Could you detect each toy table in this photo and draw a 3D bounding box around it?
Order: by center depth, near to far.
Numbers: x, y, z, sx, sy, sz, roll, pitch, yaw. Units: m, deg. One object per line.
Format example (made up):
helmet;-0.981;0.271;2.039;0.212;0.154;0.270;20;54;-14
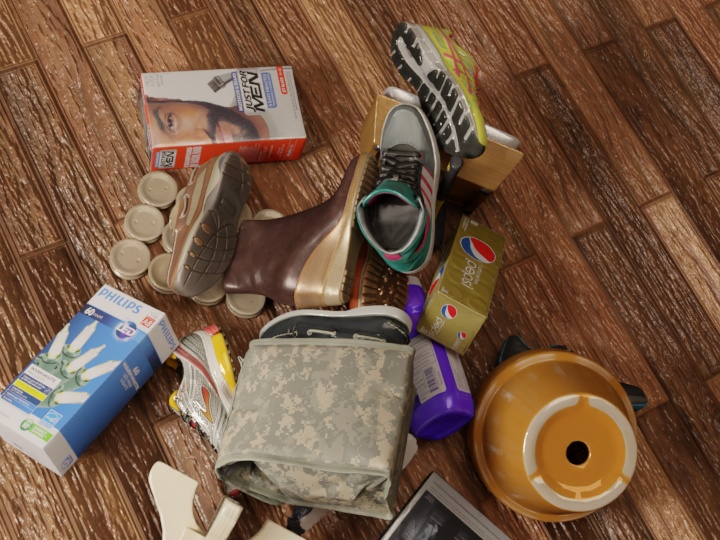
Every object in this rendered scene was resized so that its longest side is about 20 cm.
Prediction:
toy table;-0.162;0.292;1.197;0.199;0.184;0.118;30;77;-13

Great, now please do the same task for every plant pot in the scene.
plant pot;0.228;0.192;1.293;0.198;0.183;0.203;0;88;-1

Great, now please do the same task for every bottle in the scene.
bottle;0.075;0.101;1.387;0.065;0.083;0.201;18;44;-41

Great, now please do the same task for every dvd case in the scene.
dvd case;0.080;0.353;1.309;0.150;0.025;0.200;40;62;6

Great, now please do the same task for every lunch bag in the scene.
lunch bag;-0.048;0.164;1.236;0.198;0.118;0.165;7;54;8

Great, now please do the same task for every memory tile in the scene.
memory tile;-0.197;-0.031;1.415;0.198;0.017;0.155;19;63;-7

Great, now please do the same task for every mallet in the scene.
mallet;0.098;-0.080;1.415;0.041;0.200;0.067;9;75;-4

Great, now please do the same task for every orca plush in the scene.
orca plush;-0.026;0.241;1.324;0.200;0.071;0.106;-45;127;-23

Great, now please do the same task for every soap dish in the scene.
soap dish;0.095;-0.150;1.476;0.198;0.157;0.082;21;79;-4

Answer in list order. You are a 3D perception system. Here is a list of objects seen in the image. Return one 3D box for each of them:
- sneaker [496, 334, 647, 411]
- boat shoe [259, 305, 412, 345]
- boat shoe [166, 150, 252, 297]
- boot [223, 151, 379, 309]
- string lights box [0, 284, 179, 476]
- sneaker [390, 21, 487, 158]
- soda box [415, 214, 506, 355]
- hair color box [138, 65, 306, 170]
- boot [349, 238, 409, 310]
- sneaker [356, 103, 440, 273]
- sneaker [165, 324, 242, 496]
sneaker;0.266;0.132;1.431;0.198;0.073;0.083;12;63;-10
boat shoe;-0.037;0.086;1.320;0.076;0.198;0.061;53;37;-35
boat shoe;-0.192;-0.054;1.381;0.071;0.076;0.201;-4;51;31
boot;-0.071;-0.055;1.367;0.165;0.072;0.202;8;72;25
string lights box;-0.306;0.118;1.272;0.102;0.059;0.200;21;58;30
sneaker;0.115;-0.224;1.386;0.090;0.078;0.201;-9;63;-31
soda box;0.126;0.014;1.403;0.067;0.064;0.200;28;33;-2
hair color box;-0.178;-0.197;1.469;0.198;0.064;0.112;-7;69;-16
boot;0.000;0.000;1.411;0.075;0.107;0.202;29;53;-40
sneaker;0.042;-0.099;1.318;0.083;0.121;0.203;-3;87;15
sneaker;-0.172;0.165;1.307;0.081;0.078;0.202;-15;63;-13
